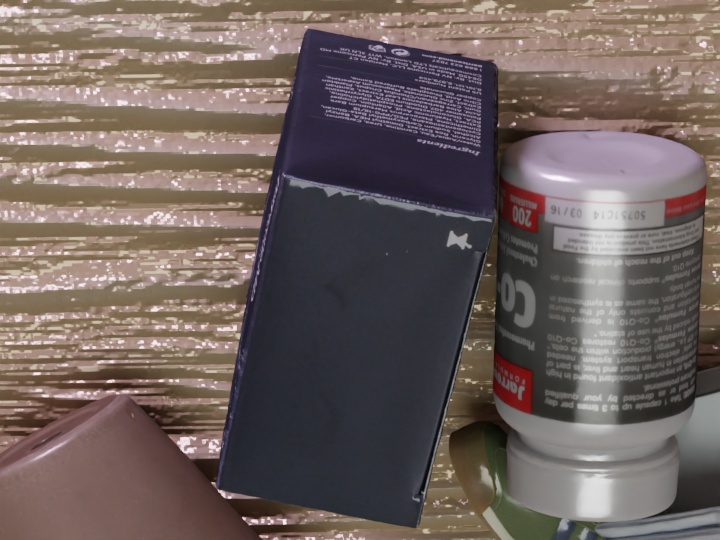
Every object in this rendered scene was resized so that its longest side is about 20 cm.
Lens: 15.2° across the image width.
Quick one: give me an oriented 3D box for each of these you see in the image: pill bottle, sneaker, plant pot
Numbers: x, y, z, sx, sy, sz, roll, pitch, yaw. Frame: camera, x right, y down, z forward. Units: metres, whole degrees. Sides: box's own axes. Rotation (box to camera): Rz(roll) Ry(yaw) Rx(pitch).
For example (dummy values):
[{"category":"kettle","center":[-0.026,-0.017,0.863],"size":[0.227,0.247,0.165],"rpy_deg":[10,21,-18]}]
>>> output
[{"category":"pill bottle","center":[0.132,0.031,1.512],"size":[0.114,0.114,0.200],"rpy_deg":[1,106,1]},{"category":"sneaker","center":[0.140,0.152,1.628],"size":[0.090,0.067,0.200],"rpy_deg":[-25,122,21]},{"category":"plant pot","center":[-0.149,0.175,1.601],"size":[0.200,0.200,0.175],"rpy_deg":[-28,96,16]}]

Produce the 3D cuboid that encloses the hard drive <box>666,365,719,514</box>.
[{"category":"hard drive","center":[0.244,0.141,1.613],"size":[0.132,0.026,0.200],"rpy_deg":[-19,120,44]}]

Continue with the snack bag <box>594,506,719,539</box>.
[{"category":"snack bag","center":[0.265,0.183,1.561],"size":[0.200,0.021,0.189],"rpy_deg":[-11,142,39]}]

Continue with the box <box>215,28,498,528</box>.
[{"category":"box","center":[0.000,0.000,1.479],"size":[0.117,0.200,0.197],"rpy_deg":[11,117,-4]}]
